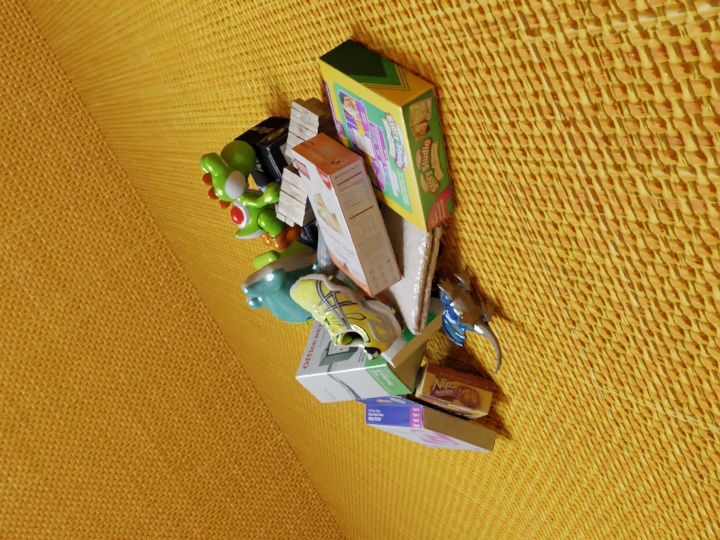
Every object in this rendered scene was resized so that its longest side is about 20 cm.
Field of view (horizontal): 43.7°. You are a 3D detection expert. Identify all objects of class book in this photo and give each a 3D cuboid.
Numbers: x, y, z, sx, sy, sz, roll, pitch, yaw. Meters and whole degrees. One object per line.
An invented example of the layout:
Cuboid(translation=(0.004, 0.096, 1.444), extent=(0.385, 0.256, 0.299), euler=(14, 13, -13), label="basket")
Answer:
Cuboid(translation=(0.038, 0.045, 1.403), extent=(0.200, 0.133, 0.048), euler=(40, 166, 37), label="book")

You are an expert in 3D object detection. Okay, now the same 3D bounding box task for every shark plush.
Cuboid(translation=(-0.037, -0.079, 1.352), extent=(0.090, 0.083, 0.202), euler=(26, 133, 22), label="shark plush")

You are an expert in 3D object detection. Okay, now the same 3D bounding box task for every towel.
Cuboid(translation=(0.063, -0.019, 1.278), extent=(0.133, 0.034, 0.202), euler=(-125, 31, -44), label="towel")

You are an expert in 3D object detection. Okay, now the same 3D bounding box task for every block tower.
Cuboid(translation=(-0.079, -0.162, 1.353), extent=(0.054, 0.058, 0.202), euler=(31, 131, 23), label="block tower")

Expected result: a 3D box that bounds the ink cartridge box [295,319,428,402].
Cuboid(translation=(0.005, 0.128, 1.469), extent=(0.198, 0.147, 0.084), euler=(-13, 134, 38), label="ink cartridge box")

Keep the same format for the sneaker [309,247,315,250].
Cuboid(translation=(0.001, 0.001, 1.537), extent=(0.199, 0.080, 0.116), euler=(42, 156, 17), label="sneaker")

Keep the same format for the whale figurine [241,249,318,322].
Cuboid(translation=(-0.115, 0.032, 1.463), extent=(0.105, 0.158, 0.200), euler=(64, -165, 9), label="whale figurine")

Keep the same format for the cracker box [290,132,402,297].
Cuboid(translation=(-0.020, -0.079, 1.259), extent=(0.134, 0.057, 0.202), euler=(40, 154, 56), label="cracker box")

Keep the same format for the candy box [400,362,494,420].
Cuboid(translation=(0.133, 0.207, 1.484), extent=(0.115, 0.057, 0.200), euler=(18, 161, -5), label="candy box")

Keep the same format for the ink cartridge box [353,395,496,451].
Cuboid(translation=(0.095, 0.260, 1.519), extent=(0.198, 0.044, 0.196), euler=(22, 164, -24), label="ink cartridge box")

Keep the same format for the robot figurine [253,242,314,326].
Cuboid(translation=(-0.109, 0.015, 1.652), extent=(0.175, 0.115, 0.201), euler=(42, -151, -22), label="robot figurine")

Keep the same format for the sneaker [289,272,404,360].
Cuboid(translation=(-0.033, 0.066, 1.339), extent=(0.198, 0.077, 0.076), euler=(21, 149, 33), label="sneaker")

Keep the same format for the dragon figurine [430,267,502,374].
Cuboid(translation=(0.148, 0.064, 1.270), extent=(0.201, 0.058, 0.100), euler=(54, 165, 21), label="dragon figurine")

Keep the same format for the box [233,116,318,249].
Cuboid(translation=(-0.112, -0.151, 1.530), extent=(0.163, 0.086, 0.202), euler=(24, 145, 59), label="box")

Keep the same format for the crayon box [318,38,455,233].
Cuboid(translation=(0.036, -0.172, 1.151), extent=(0.172, 0.058, 0.202), euler=(39, 156, 40), label="crayon box")

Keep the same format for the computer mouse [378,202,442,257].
Cuboid(translation=(0.057, -0.065, 1.345), extent=(0.199, 0.034, 0.059), euler=(31, 135, 42), label="computer mouse")

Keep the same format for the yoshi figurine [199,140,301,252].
Cuboid(translation=(-0.174, -0.133, 1.473), extent=(0.200, 0.111, 0.113), euler=(49, -153, -28), label="yoshi figurine")
